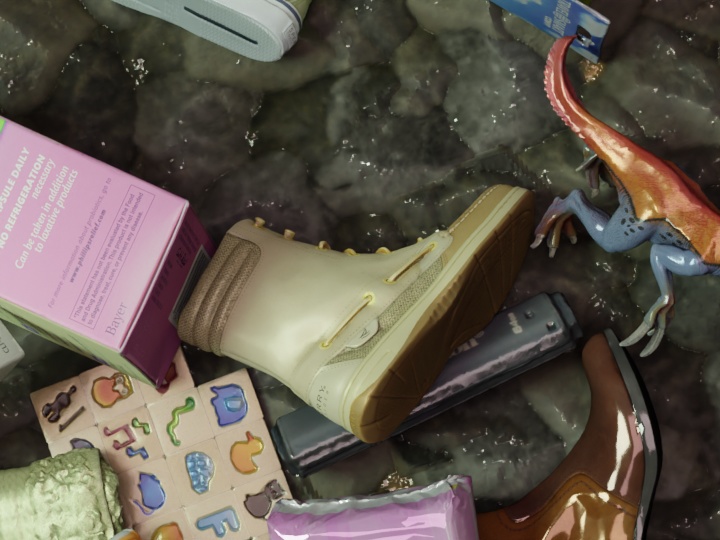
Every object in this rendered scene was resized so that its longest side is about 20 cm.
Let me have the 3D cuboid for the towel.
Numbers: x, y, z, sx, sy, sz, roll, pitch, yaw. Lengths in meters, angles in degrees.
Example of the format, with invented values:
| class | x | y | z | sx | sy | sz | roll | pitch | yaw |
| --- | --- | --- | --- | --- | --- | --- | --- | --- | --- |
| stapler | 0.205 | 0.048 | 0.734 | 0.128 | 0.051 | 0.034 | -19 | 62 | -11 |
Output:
| class | x | y | z | sx | sy | sz | roll | pitch | yaw |
| --- | --- | --- | --- | --- | --- | --- | --- | --- | --- |
| towel | -0.205 | 0.215 | 1.579 | 0.147 | 0.036 | 0.202 | -9 | 86 | 8 |

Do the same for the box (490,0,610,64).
| class | x | y | z | sx | sy | sz | roll | pitch | yaw |
| --- | --- | --- | --- | --- | --- | --- | --- | --- | --- |
| box | 0.070 | -0.203 | 1.564 | 0.199 | 0.122 | 0.048 | 30 | 85 | 5 |

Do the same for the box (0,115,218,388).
| class | x | y | z | sx | sy | sz | roll | pitch | yaw |
| --- | --- | --- | --- | --- | --- | --- | --- | --- | --- |
| box | -0.197 | -0.023 | 1.532 | 0.199 | 0.176 | 0.097 | 23 | 83 | 7 |

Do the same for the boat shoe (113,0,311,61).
| class | x | y | z | sx | sy | sz | roll | pitch | yaw |
| --- | --- | --- | --- | --- | --- | --- | --- | --- | --- |
| boat shoe | -0.121 | -0.197 | 1.610 | 0.199 | 0.072 | 0.062 | 29 | 62 | 2 |

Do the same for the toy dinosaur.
| class | x | y | z | sx | sy | sz | roll | pitch | yaw |
| --- | --- | --- | --- | --- | --- | --- | --- | --- | --- |
| toy dinosaur | 0.183 | -0.017 | 1.521 | 0.105 | 0.181 | 0.201 | -44 | 128 | -21 |

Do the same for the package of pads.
| class | x | y | z | sx | sy | sz | roll | pitch | yaw |
| --- | --- | --- | --- | --- | --- | --- | --- | --- | --- |
| package of pads | 0.021 | 0.225 | 1.518 | 0.119 | 0.076 | 0.202 | -8 | 95 | 11 |

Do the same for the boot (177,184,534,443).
| class | x | y | z | sx | sy | sz | roll | pitch | yaw |
| --- | --- | --- | --- | --- | --- | --- | --- | --- | --- |
| boot | 0.000 | 0.000 | 1.570 | 0.155 | 0.073 | 0.200 | 24 | 59 | 27 |

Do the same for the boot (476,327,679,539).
| class | x | y | z | sx | sy | sz | roll | pitch | yaw |
| --- | --- | --- | --- | --- | --- | --- | --- | --- | --- |
| boot | 0.088 | 0.142 | 1.574 | 0.198 | 0.068 | 0.190 | -10 | 92 | 9 |

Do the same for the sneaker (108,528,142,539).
| class | x | y | z | sx | sy | sz | roll | pitch | yaw |
| --- | --- | --- | --- | --- | --- | --- | --- | --- | --- |
| sneaker | -0.175 | 0.248 | 1.518 | 0.077 | 0.078 | 0.200 | 40 | 95 | 0 |

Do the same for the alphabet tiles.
| class | x | y | z | sx | sy | sz | roll | pitch | yaw |
| --- | --- | --- | --- | --- | --- | --- | --- | --- | --- |
| alphabet tiles | -0.124 | 0.152 | 1.600 | 0.166 | 0.008 | 0.201 | -21 | 84 | 1 |

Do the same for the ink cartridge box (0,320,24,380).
| class | x | y | z | sx | sy | sz | roll | pitch | yaw |
| --- | --- | --- | --- | --- | --- | --- | --- | --- | --- |
| ink cartridge box | -0.307 | 0.110 | 1.487 | 0.045 | 0.176 | 0.200 | 53 | 130 | 7 |

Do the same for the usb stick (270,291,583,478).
| class | x | y | z | sx | sy | sz | roll | pitch | yaw |
| --- | --- | --- | --- | --- | --- | --- | --- | --- | --- |
| usb stick | 0.039 | 0.069 | 1.576 | 0.199 | 0.056 | 0.033 | -25 | 112 | 0 |
